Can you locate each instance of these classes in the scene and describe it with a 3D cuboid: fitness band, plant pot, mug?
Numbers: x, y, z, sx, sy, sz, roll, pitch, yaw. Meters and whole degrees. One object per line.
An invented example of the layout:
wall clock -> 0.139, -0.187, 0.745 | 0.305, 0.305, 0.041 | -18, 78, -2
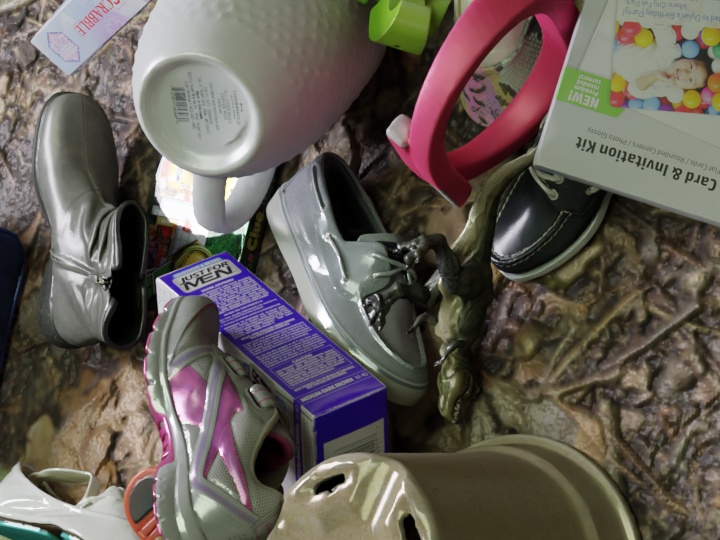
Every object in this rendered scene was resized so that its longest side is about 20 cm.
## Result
fitness band -> 0.083, -0.115, 1.564 | 0.037, 0.200, 0.144 | 39, 88, 18
plant pot -> 0.045, 0.188, 1.538 | 0.200, 0.183, 0.201 | -10, 73, 36
mug -> -0.078, -0.119, 1.689 | 0.147, 0.175, 0.201 | 15, 122, 13

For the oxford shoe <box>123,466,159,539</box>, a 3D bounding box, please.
oxford shoe -> -0.069, 0.201, 1.703 | 0.200, 0.072, 0.071 | 44, 111, 16

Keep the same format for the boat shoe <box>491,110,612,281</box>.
boat shoe -> 0.140, -0.079, 1.606 | 0.200, 0.060, 0.076 | -53, 53, 15

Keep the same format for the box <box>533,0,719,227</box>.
box -> 0.208, -0.136, 1.529 | 0.155, 0.041, 0.201 | 18, 91, 3

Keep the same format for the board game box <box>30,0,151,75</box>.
board game box -> -0.127, -0.247, 1.754 | 0.200, 0.041, 0.199 | -54, 13, -31

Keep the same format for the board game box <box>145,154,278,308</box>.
board game box -> -0.107, -0.065, 1.823 | 0.104, 0.023, 0.201 | 11, 86, 37

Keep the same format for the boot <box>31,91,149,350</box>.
boot -> -0.186, -0.039, 1.823 | 0.131, 0.067, 0.201 | -11, 79, 61

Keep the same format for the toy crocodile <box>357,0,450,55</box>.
toy crocodile -> 0.045, -0.222, 1.672 | 0.062, 0.067, 0.200 | -56, 9, 54

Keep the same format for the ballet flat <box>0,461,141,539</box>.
ballet flat -> -0.198, 0.180, 1.814 | 0.199, 0.069, 0.070 | 14, 88, 40

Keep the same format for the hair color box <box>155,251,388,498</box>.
hair color box -> -0.060, 0.084, 1.678 | 0.200, 0.065, 0.110 | 40, 141, 46

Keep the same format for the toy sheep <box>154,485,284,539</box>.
toy sheep -> -0.083, 0.233, 1.603 | 0.138, 0.138, 0.201 | 19, 101, 39

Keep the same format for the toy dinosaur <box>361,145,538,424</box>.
toy dinosaur -> 0.056, 0.005, 1.605 | 0.047, 0.088, 0.201 | 48, 132, 48

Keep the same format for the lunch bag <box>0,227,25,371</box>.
lunch bag -> -0.359, 0.027, 1.923 | 0.132, 0.136, 0.201 | 11, 86, 39

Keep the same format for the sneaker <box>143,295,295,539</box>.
sneaker -> -0.085, 0.101, 1.582 | 0.088, 0.081, 0.201 | -10, 57, 3

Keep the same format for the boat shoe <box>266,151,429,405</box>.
boat shoe -> 0.000, 0.000, 1.689 | 0.072, 0.070, 0.201 | -50, 51, 27

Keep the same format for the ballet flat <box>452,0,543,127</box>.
ballet flat -> 0.100, -0.197, 1.657 | 0.069, 0.071, 0.201 | 21, 93, 28
